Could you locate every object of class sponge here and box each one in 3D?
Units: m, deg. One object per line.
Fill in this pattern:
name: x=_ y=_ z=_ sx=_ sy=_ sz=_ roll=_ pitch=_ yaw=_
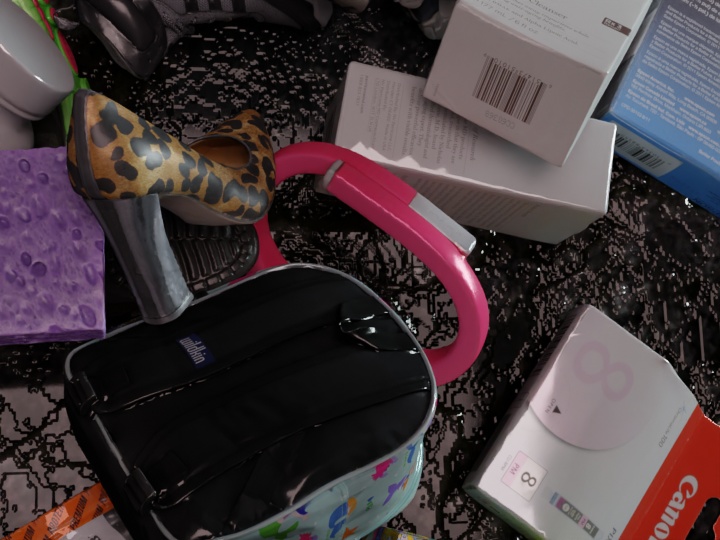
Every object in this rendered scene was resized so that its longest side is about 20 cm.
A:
sponge: x=-0.244 y=-0.011 z=0.673 sx=0.197 sy=0.030 sz=0.113 roll=-4 pitch=73 yaw=-9

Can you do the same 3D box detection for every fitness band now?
fitness band: x=0.000 y=0.000 z=0.814 sx=0.199 sy=0.144 sz=0.037 roll=37 pitch=42 yaw=2

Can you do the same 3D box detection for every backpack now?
backpack: x=-0.056 y=0.095 z=0.710 sx=0.198 sy=0.152 sz=0.178 roll=-27 pitch=54 yaw=-22

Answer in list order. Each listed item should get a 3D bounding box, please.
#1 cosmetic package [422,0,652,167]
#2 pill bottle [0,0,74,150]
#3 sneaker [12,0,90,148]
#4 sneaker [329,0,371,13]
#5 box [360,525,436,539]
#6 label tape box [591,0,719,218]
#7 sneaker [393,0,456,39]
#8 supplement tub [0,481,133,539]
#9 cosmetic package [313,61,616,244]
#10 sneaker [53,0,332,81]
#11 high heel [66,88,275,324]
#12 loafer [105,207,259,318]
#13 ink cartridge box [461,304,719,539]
cosmetic package: x=0.134 y=-0.172 z=0.827 sx=0.112 sy=0.082 sz=0.201 roll=27 pitch=43 yaw=6
pill bottle: x=-0.280 y=-0.081 z=0.750 sx=0.199 sy=0.111 sz=0.111 roll=-39 pitch=89 yaw=13
sneaker: x=-0.235 y=-0.117 z=0.832 sx=0.083 sy=0.077 sz=0.202 roll=-24 pitch=85 yaw=8
sneaker: x=-0.037 y=-0.257 z=0.832 sx=0.079 sy=0.075 sz=0.201 roll=-47 pitch=51 yaw=16
box: x=0.082 y=0.246 z=0.759 sx=0.197 sy=0.193 sz=0.124 roll=17 pitch=79 yaw=-7
label tape box: x=0.282 y=-0.163 z=0.933 sx=0.142 sy=0.066 sz=0.202 roll=29 pitch=74 yaw=-5
sneaker: x=0.032 y=-0.259 z=0.843 sx=0.079 sy=0.199 sz=0.131 roll=-31 pitch=75 yaw=13
supplement tub: x=-0.149 y=0.241 z=0.753 sx=0.122 sy=0.123 sz=0.202 roll=-28 pitch=87 yaw=-14
cosmetic package: x=0.073 y=-0.082 z=0.860 sx=0.197 sy=0.101 sz=0.072 roll=12 pitch=77 yaw=-9
sneaker: x=-0.123 y=-0.187 z=0.858 sx=0.198 sy=0.075 sz=0.115 roll=18 pitch=95 yaw=-24
high heel: x=-0.107 y=-0.085 z=0.714 sx=0.070 sy=0.144 sz=0.201 roll=-2 pitch=38 yaw=20
loafer: x=-0.167 y=-0.004 z=0.812 sx=0.197 sy=0.071 sz=0.074 roll=-11 pitch=82 yaw=-3
ink cartridge box: x=0.198 y=0.149 z=0.873 sx=0.199 sy=0.057 sz=0.163 roll=35 pitch=76 yaw=1
